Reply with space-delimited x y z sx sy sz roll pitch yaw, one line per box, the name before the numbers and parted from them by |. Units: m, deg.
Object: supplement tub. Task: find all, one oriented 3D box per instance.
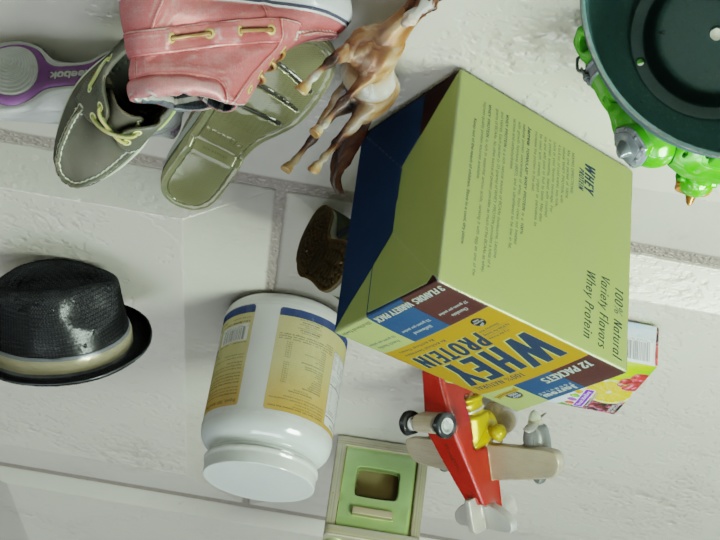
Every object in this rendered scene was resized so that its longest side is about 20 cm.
supplement tub | -0.096 0.141 1.432 0.144 0.200 0.144 7 152 4

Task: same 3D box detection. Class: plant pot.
plant pot | 0.235 -0.162 0.825 0.200 0.200 0.134 6 179 5

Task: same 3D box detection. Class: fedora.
fedora | -0.328 0.045 1.409 0.200 0.201 0.092 6 119 6

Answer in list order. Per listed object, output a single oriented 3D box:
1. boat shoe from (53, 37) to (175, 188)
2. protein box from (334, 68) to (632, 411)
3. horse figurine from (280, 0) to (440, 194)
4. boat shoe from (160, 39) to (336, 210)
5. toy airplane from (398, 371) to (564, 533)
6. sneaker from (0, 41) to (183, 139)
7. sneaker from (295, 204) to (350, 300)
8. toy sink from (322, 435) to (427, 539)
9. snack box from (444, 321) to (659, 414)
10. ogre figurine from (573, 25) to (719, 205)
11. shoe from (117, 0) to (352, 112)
boat shoe | -0.179 -0.136 1.005 0.072 0.060 0.202 36 113 -16
protein box | 0.107 -0.018 1.084 0.200 0.199 0.135 25 147 -28
horse figurine | -0.003 -0.137 1.009 0.050 0.133 0.200 39 158 10
boat shoe | -0.097 -0.137 1.064 0.075 0.068 0.200 33 123 -29
toy airplane | 0.147 0.216 1.564 0.200 0.141 0.199 36 144 20
sneaker | -0.246 -0.138 1.096 0.200 0.075 0.100 5 150 8
sneaker | 0.000 0.000 1.187 0.090 0.067 0.200 28 -173 -16
toy sink | 0.017 0.341 1.768 0.130 0.200 0.112 9 152 1
snack box | 0.205 0.093 1.414 0.200 0.053 0.142 11 151 -4
ogre figurine | 0.254 -0.117 0.945 0.200 0.120 0.098 21 149 -20
shoe | -0.085 -0.157 0.923 0.071 0.091 0.200 -1 -178 45
